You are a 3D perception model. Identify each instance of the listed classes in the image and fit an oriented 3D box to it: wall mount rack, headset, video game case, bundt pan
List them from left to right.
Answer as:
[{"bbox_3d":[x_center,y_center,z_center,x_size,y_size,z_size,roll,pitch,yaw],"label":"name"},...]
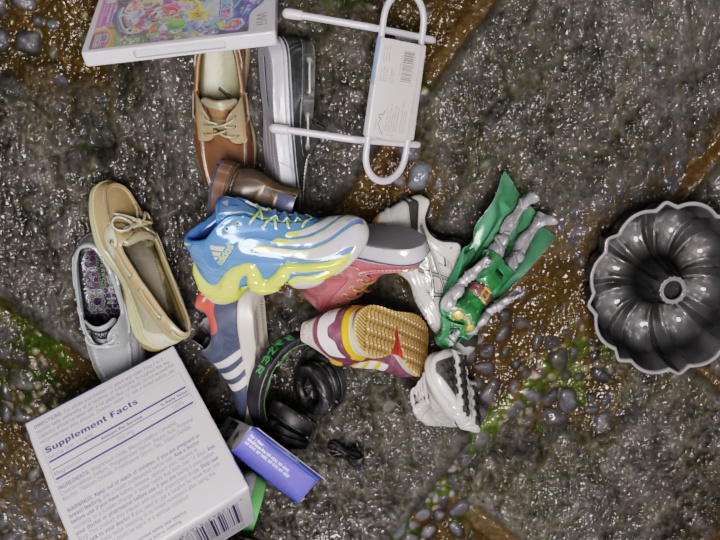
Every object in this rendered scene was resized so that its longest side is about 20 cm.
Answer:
[{"bbox_3d":[-0.185,-0.273,0.814,0.194,0.145,0.018,-6,137,1],"label":"video game case"},{"bbox_3d":[-0.057,0.166,0.920,0.124,0.093,0.202,-47,136,-25],"label":"headset"},{"bbox_3d":[-0.002,-0.201,0.828,0.171,0.074,0.205,-2,106,-37],"label":"wall mount rack"},{"bbox_3d":[0.355,0.013,0.909,0.196,0.076,0.207,0,103,0],"label":"bundt pan"}]

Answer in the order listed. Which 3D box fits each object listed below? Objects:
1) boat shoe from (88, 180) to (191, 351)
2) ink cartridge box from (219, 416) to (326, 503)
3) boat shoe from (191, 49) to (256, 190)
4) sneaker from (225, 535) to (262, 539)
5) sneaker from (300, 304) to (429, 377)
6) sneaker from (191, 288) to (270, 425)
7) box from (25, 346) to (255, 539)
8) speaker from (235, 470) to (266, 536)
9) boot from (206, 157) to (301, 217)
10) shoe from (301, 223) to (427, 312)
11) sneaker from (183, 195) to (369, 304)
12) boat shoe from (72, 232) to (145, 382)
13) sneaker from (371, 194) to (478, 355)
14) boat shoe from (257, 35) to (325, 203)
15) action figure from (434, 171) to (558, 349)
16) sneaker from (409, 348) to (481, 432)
[{"bbox_3d":[-0.248,-0.012,0.881,0.062,0.073,0.205,-21,85,35],"label":"boat shoe"},{"bbox_3d":[-0.111,0.217,0.892,0.099,0.200,0.040,40,72,-9],"label":"ink cartridge box"},{"bbox_3d":[-0.158,-0.180,0.862,0.074,0.074,0.206,-2,103,0],"label":"boat shoe"},{"bbox_3d":[-0.159,0.375,0.936,0.078,0.085,0.202,5,144,-3],"label":"sneaker"},{"bbox_3d":[0.011,0.080,0.893,0.088,0.199,0.077,-3,72,29],"label":"sneaker"},{"bbox_3d":[-0.154,0.099,0.911,0.082,0.076,0.204,6,125,6],"label":"sneaker"},{"bbox_3d":[-0.241,0.224,0.854,0.181,0.106,0.201,-27,60,-19],"label":"box"},{"bbox_3d":[-0.220,0.269,0.959,0.195,0.089,0.090,18,102,-5],"label":"speaker"},{"bbox_3d":[-0.121,-0.021,0.872,0.095,0.075,0.204,14,127,9],"label":"boot"},{"bbox_3d":[0.000,0.000,0.865,0.071,0.197,0.093,-23,113,-41],"label":"shoe"},{"bbox_3d":[-0.093,-0.032,0.787,0.196,0.077,0.106,-20,129,12],"label":"sneaker"},{"bbox_3d":[-0.307,0.059,0.916,0.068,0.072,0.206,-6,103,1],"label":"boat shoe"},{"bbox_3d":[0.096,0.005,0.906,0.087,0.076,0.202,-32,102,7],"label":"sneaker"},{"bbox_3d":[-0.071,-0.159,0.869,0.069,0.072,0.205,-10,115,-21],"label":"boat shoe"},{"bbox_3d":[0.147,0.006,0.876,0.118,0.054,0.202,40,80,-27],"label":"action figure"},{"bbox_3d":[0.092,0.147,0.894,0.079,0.201,0.077,-5,64,13],"label":"sneaker"}]
